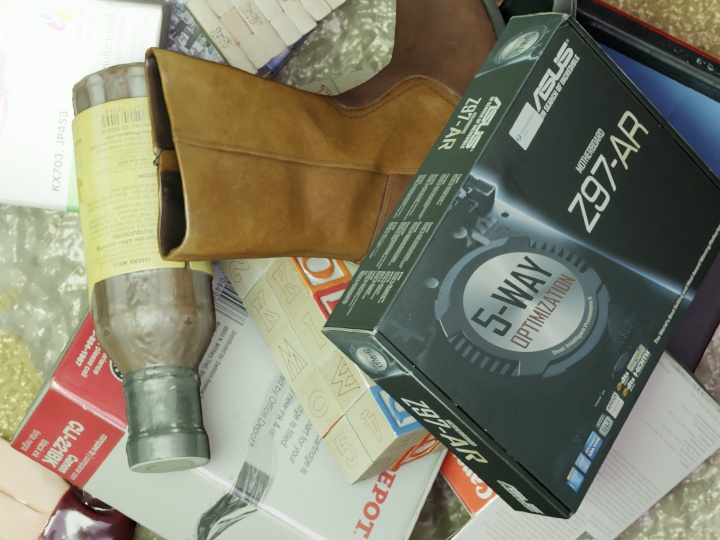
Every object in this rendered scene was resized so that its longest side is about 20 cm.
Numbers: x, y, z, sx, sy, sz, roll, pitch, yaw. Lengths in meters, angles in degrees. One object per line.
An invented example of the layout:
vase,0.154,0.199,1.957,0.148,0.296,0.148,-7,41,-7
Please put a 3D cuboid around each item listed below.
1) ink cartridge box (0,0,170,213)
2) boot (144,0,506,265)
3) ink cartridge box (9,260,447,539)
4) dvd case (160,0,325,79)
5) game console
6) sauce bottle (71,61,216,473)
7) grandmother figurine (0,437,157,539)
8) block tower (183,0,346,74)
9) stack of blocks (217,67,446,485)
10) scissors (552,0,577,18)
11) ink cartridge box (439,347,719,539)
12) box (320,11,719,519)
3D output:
ink cartridge box,-0.207,-0.098,1.260,0.200,0.067,0.117,7,99,-1
boot,-0.022,-0.086,1.194,0.200,0.068,0.188,7,76,-31
ink cartridge box,-0.060,0.074,1.258,0.200,0.084,0.144,31,53,-6
dvd case,-0.086,-0.171,1.303,0.143,0.018,0.200,41,90,-6
game console,0.133,-0.041,1.287,0.200,0.172,0.119,25,65,-7
sauce bottle,-0.105,-0.001,1.178,0.065,0.065,0.200,-5,76,-5
grandmother figurine,-0.172,0.142,1.298,0.200,0.061,0.121,26,100,-4
block tower,-0.001,-0.183,1.273,0.200,0.054,0.058,-37,97,-2
stack of blocks,0.000,0.000,1.242,0.115,0.059,0.200,-18,69,-37
scissors,0.106,-0.086,1.247,0.073,0.014,0.200,22,123,-1
ink cartridge box,0.099,0.116,1.293,0.200,0.050,0.109,-41,139,6
box,0.090,-0.002,1.185,0.160,0.044,0.200,44,66,-29
